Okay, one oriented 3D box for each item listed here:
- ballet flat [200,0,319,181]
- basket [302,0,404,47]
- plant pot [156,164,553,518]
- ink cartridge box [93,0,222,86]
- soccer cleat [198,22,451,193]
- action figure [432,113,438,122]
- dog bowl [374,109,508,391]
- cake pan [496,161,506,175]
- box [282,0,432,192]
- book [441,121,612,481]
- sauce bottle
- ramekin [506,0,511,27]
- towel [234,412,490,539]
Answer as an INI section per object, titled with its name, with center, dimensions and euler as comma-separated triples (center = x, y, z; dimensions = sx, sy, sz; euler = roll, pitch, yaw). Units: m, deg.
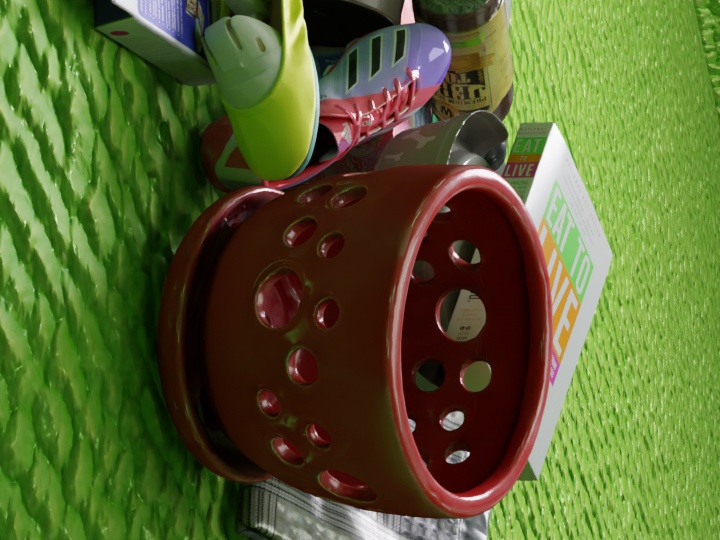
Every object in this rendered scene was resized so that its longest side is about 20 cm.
[ballet flat]
center = -0.066, -0.152, 1.408
dimensions = 0.067, 0.067, 0.201
euler = 27, 55, -48
[basket]
center = -0.019, -0.261, 1.570
dimensions = 0.136, 0.180, 0.201
euler = 19, 74, -43
[plant pot]
center = -0.008, 0.037, 1.366
dimensions = 0.200, 0.182, 0.202
euler = -10, 102, -60
[ink cartridge box]
center = -0.121, -0.175, 1.365
dimensions = 0.200, 0.037, 0.095
euler = 32, 55, -74
[soccer cleat]
center = -0.011, -0.099, 1.487
dimensions = 0.199, 0.076, 0.067
euler = -27, 119, -28
[action figure]
center = 0.029, -0.117, 1.803
dimensions = 0.055, 0.118, 0.200
euler = 47, -11, 9
[dog bowl]
center = 0.057, -0.005, 1.546
dimensions = 0.200, 0.058, 0.202
euler = 0, 90, -69
[cake pan]
center = 0.094, -0.015, 1.790
dimensions = 0.200, 0.036, 0.202
euler = 169, -90, -83
[box]
center = -0.007, -0.114, 1.632
dimensions = 0.095, 0.102, 0.201
euler = 62, 26, -53
[book]
center = 0.107, 0.018, 1.546
dimensions = 0.134, 0.048, 0.201
euler = 66, 34, -42
[sauce bottle]
center = 0.075, -0.138, 1.622
dimensions = 0.200, 0.064, 0.065
euler = 75, 16, -55
[ramekin]
center = 0.055, -0.256, 1.904
dimensions = 0.200, 0.104, 0.202
euler = -6, 90, -74
[towel]
center = 0.010, 0.133, 1.534
dimensions = 0.200, 0.034, 0.193
euler = 33, 42, -26
